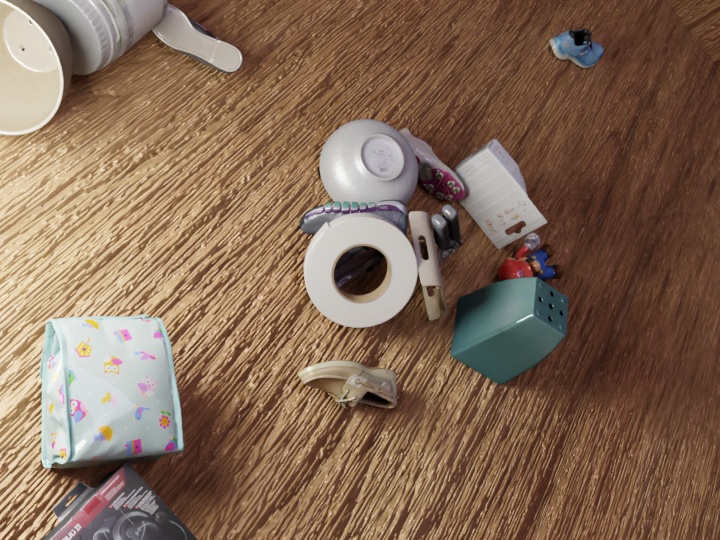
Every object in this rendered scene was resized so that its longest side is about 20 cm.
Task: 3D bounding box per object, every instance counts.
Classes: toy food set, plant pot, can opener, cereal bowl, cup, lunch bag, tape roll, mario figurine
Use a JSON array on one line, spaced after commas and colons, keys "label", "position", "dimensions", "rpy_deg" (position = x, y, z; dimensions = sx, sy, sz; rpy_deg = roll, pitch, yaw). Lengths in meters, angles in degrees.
[{"label": "toy food set", "position": [0.118, -0.004, 1.542], "dimensions": [0.060, 0.200, 0.145], "rpy_deg": [-11, 68, 6]}, {"label": "plant pot", "position": [0.299, 0.106, 1.602], "dimensions": [0.141, 0.200, 0.142], "rpy_deg": [31, 52, -23]}, {"label": "can opener", "position": [0.153, -0.075, 1.564], "dimensions": [0.053, 0.200, 0.067], "rpy_deg": [-41, 68, -7]}, {"label": "cereal bowl", "position": [0.026, -0.204, 1.593], "dimensions": [0.198, 0.083, 0.202], "rpy_deg": [7, 72, -21]}, {"label": "cup", "position": [-0.505, -0.321, 1.215], "dimensions": [0.200, 0.200, 0.144], "rpy_deg": [39, 29, -16]}, {"label": "lunch bag", "position": [-0.342, 0.159, 1.127], "dimensions": [0.169, 0.122, 0.202], "rpy_deg": [2, 72, -36]}, {"label": "tape roll", "position": [0.000, 0.000, 1.440], "dimensions": [0.202, 0.203, 0.037], "rpy_deg": [37, 10, -17]}, {"label": "mario figurine", "position": [0.382, -0.006, 1.785], "dimensions": [0.123, 0.107, 0.199], "rpy_deg": [35, 31, 27]}]

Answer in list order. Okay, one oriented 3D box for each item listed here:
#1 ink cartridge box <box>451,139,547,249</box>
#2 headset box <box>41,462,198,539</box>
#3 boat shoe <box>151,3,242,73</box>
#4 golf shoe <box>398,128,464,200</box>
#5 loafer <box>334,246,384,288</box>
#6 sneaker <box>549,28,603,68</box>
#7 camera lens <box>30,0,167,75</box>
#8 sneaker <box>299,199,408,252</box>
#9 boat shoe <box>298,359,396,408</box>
[{"label": "ink cartridge box", "position": [0.288, -0.160, 1.756], "dimensions": [0.200, 0.162, 0.057], "rpy_deg": [46, 53, -10]}, {"label": "headset box", "position": [-0.313, 0.364, 1.074], "dimensions": [0.200, 0.077, 0.149], "rpy_deg": [49, 47, -6]}, {"label": "boat shoe", "position": [-0.308, -0.419, 1.502], "dimensions": [0.199, 0.057, 0.067], "rpy_deg": [28, 89, -20]}, {"label": "golf shoe", "position": [0.145, -0.225, 1.739], "dimensions": [0.199, 0.075, 0.092], "rpy_deg": [34, 47, -21]}, {"label": "loafer", "position": [-0.006, -0.016, 1.526], "dimensions": [0.199, 0.072, 0.064], "rpy_deg": [-26, 103, -36]}, {"label": "sneaker", "position": [0.619, -0.623, 2.300], "dimensions": [0.199, 0.090, 0.079], "rpy_deg": [-3, 70, -40]}, {"label": "camera lens", "position": [-0.421, -0.431, 1.338], "dimensions": [0.160, 0.160, 0.201], "rpy_deg": [42, 48, -13]}, {"label": "sneaker", "position": [-0.011, -0.072, 1.477], "dimensions": [0.198, 0.075, 0.088], "rpy_deg": [-7, 62, 5]}, {"label": "boat shoe", "position": [-0.015, 0.197, 1.399], "dimensions": [0.199, 0.072, 0.066], "rpy_deg": [15, 58, -38]}]
